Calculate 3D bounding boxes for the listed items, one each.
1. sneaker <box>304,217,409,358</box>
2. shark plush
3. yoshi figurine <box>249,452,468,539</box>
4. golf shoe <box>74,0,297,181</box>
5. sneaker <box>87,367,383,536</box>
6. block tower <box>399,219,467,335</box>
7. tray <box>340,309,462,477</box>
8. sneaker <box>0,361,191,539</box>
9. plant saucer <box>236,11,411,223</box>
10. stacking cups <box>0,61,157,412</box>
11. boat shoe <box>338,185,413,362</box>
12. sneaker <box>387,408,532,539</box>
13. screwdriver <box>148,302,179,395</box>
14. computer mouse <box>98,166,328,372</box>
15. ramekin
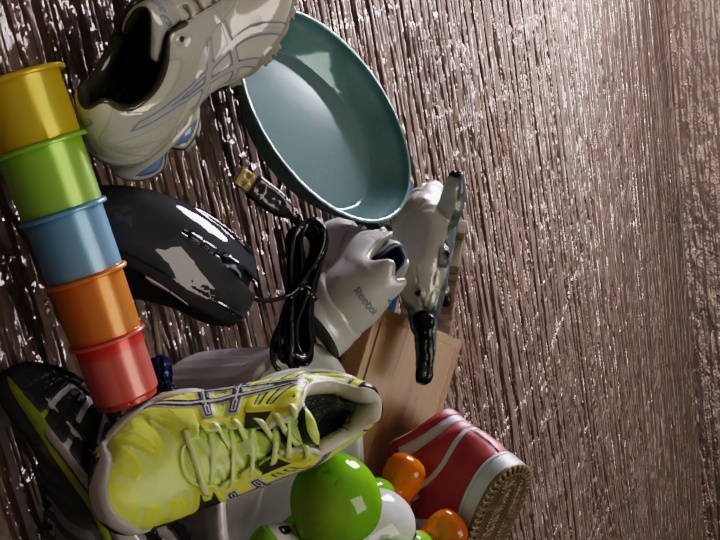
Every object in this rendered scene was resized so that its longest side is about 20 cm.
[{"bbox_3d":[0.000,0.000,0.830,0.075,0.087,0.200,54,10,-20],"label":"sneaker"},{"bbox_3d":[0.069,0.000,0.892,0.083,0.090,0.201,53,23,-51],"label":"shark plush"},{"bbox_3d":[0.006,0.170,0.718,0.199,0.112,0.113,7,80,-58],"label":"yoshi figurine"},{"bbox_3d":[-0.106,-0.152,0.651,0.201,0.078,0.097,-58,168,-11],"label":"golf shoe"},{"bbox_3d":[-0.071,0.097,0.617,0.199,0.076,0.076,-20,92,-43],"label":"sneaker"},{"bbox_3d":[0.069,0.034,1.034,0.201,0.053,0.058,91,10,-48],"label":"block tower"},{"bbox_3d":[0.016,0.140,0.884,0.098,0.037,0.202,23,78,-30],"label":"tray"},{"bbox_3d":[-0.169,0.149,0.622,0.201,0.080,0.074,63,10,-10],"label":"sneaker"},{"bbox_3d":[-0.036,-0.123,0.857,0.199,0.036,0.201,31,44,-35],"label":"plant saucer"},{"bbox_3d":[-0.166,-0.016,0.597,0.060,0.060,0.202,-32,105,-59],"label":"stacking cups"},{"bbox_3d":[0.000,-0.001,0.962,0.084,0.068,0.201,63,37,-55],"label":"boat shoe"},{"bbox_3d":[0.057,0.212,0.855,0.071,0.112,0.201,11,112,-43],"label":"sneaker"},{"bbox_3d":[-0.138,0.041,0.684,0.029,0.028,0.202,31,44,-70],"label":"screwdriver"},{"bbox_3d":[-0.099,-0.028,0.694,0.199,0.046,0.141,28,50,-22],"label":"computer mouse"},{"bbox_3d":[-0.084,0.151,0.760,0.200,0.097,0.203,3,86,-63],"label":"ramekin"}]
